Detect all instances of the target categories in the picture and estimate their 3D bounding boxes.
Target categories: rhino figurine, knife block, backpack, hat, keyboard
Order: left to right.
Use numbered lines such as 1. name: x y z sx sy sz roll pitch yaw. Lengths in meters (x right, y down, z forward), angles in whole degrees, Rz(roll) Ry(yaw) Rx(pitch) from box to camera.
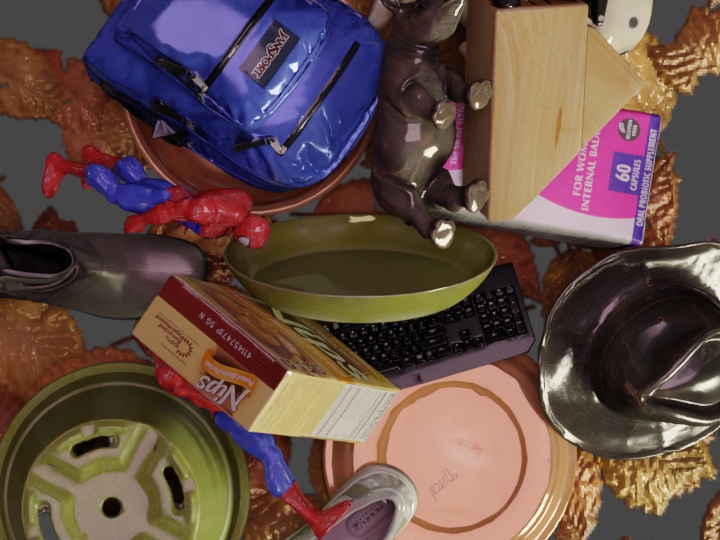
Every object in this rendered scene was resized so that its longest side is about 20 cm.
1. backpack: -0.083 -0.147 1.395 0.200 0.168 0.163 36 90 -9
2. keyboard: 0.025 0.037 1.475 0.200 0.040 0.104 -16 68 1
3. rhino figurine: 0.044 -0.122 1.347 0.060 0.087 0.200 -12 113 -36
4. knife block: 0.104 -0.160 1.354 0.200 0.064 0.176 -46 114 4
5. hat: 0.237 0.075 1.455 0.200 0.081 0.201 -8 115 -17

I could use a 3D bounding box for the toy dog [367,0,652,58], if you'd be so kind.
1. toy dog: 0.126 -0.222 1.479 0.200 0.140 0.194 25 41 -3

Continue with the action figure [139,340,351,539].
1. action figure: -0.087 0.109 1.396 0.200 0.065 0.052 42 93 1

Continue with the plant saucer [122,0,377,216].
1. plant saucer: -0.084 -0.141 1.493 0.200 0.037 0.200 0 88 -5

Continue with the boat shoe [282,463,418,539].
1. boat shoe: -0.035 0.231 1.451 0.074 0.065 0.202 44 101 -1

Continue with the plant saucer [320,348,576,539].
1. plant saucer: 0.070 0.144 1.495 0.200 0.032 0.201 0 87 -4

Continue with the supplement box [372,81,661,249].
1. supplement box: 0.117 -0.082 1.476 0.200 0.103 0.101 9 88 -3

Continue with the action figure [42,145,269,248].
1. action figure: -0.144 -0.049 1.417 0.200 0.065 0.052 15 105 37

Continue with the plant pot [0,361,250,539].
1. plant pot: -0.177 0.166 1.393 0.200 0.190 0.200 0 88 -4

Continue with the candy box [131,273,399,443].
1. candy box: -0.063 0.066 1.370 0.115 0.200 0.055 39 99 22

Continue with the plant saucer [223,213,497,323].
1. plant saucer: 0.000 0.000 1.413 0.200 0.200 0.031 -2 109 -5

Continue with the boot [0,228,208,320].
1. boot: -0.213 0.001 1.427 0.200 0.131 0.068 2 87 -5
